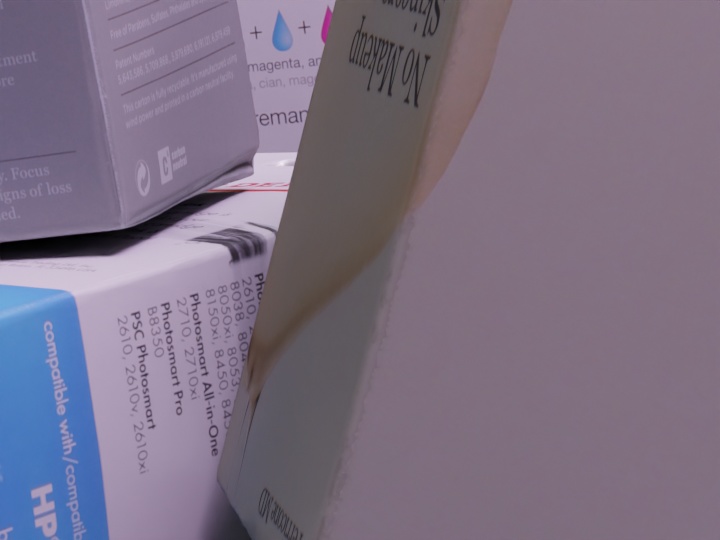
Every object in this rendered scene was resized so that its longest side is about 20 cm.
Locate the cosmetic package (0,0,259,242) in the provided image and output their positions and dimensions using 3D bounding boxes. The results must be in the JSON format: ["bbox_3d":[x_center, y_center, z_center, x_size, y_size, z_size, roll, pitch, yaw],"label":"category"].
[{"bbox_3d":[-0.095,-0.106,0.613,0.106,0.201,0.090,-4,9,20],"label":"cosmetic package"}]

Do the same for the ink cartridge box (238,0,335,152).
[{"bbox_3d":[-0.032,-0.136,1.182,0.146,0.201,0.145,-4,9,17],"label":"ink cartridge box"}]

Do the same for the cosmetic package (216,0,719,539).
[{"bbox_3d":[0.038,-0.041,0.524,0.073,0.201,0.104,14,4,-13],"label":"cosmetic package"}]

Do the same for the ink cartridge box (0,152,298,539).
[{"bbox_3d":[-0.053,0.022,0.639,0.116,0.068,0.199,2,13,41],"label":"ink cartridge box"}]
